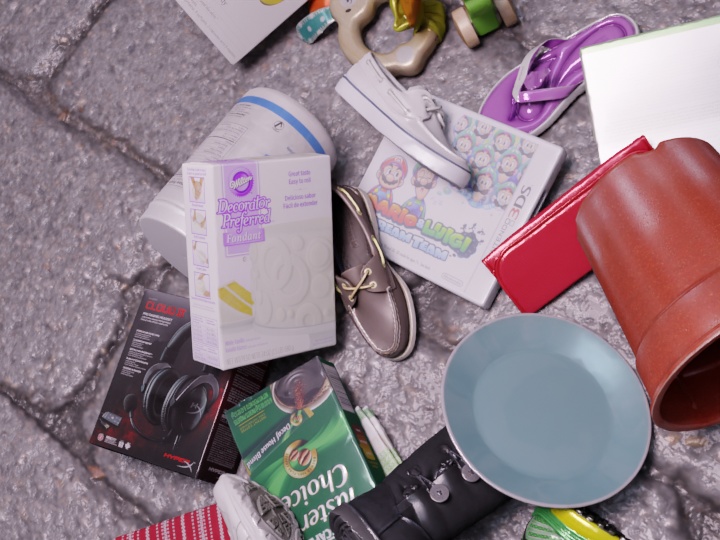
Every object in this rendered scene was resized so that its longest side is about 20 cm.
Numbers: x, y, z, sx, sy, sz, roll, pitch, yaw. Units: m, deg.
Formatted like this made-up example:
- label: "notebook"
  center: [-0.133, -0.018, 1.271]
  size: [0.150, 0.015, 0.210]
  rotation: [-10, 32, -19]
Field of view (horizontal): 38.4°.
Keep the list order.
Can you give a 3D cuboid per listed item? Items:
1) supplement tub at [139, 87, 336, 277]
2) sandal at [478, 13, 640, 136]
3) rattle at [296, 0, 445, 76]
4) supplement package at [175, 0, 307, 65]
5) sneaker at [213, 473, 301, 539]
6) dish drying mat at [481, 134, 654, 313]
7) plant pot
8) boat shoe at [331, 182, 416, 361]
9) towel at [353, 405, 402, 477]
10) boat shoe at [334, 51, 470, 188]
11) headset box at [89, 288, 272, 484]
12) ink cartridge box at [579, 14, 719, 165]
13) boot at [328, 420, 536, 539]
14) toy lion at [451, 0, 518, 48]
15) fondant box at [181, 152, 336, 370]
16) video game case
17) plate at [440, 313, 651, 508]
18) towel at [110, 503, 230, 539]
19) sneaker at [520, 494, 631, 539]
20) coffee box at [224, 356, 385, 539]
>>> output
- label: "supplement tub"
  center: [-0.130, -0.088, 1.127]
  size: [0.131, 0.132, 0.200]
  rotation: [24, 66, 29]
- label: "sandal"
  center: [0.203, -0.212, 1.102]
  size: [0.202, 0.050, 0.083]
  rotation: [-38, 60, 6]
- label: "rattle"
  center: [-0.010, -0.307, 1.184]
  size: [0.199, 0.143, 0.131]
  rotation: [30, 102, 23]
- label: "supplement package"
  center: [-0.144, -0.391, 1.243]
  size: [0.200, 0.152, 0.151]
  rotation: [-40, 44, 4]
- label: "sneaker"
  center: [-0.094, 0.282, 0.950]
  size: [0.099, 0.078, 0.200]
  rotation: [-44, 60, 13]
- label: "dish drying mat"
  center: [0.220, -0.042, 1.018]
  size: [0.200, 0.018, 0.077]
  rotation: [-39, 94, 10]
- label: "plant pot"
  center: [0.297, 0.003, 0.904]
  size: [0.200, 0.201, 0.196]
  rotation: [-31, 55, 9]
- label: "boat shoe"
  center: [0.000, 0.000, 1.083]
  size: [0.072, 0.059, 0.201]
  rotation: [-25, 73, 25]
- label: "towel"
  center: [-0.001, 0.255, 1.024]
  size: [0.149, 0.031, 0.200]
  rotation: [-39, 62, 8]
- label: "boat shoe"
  center: [0.052, -0.164, 1.087]
  size: [0.200, 0.073, 0.065]
  rotation: [44, 102, 27]
- label: "headset box"
  center: [-0.186, 0.117, 1.126]
  size: [0.148, 0.077, 0.201]
  rotation: [12, 77, 27]
- label: "ink cartridge box"
  center: [0.308, -0.139, 1.031]
  size: [0.145, 0.048, 0.202]
  rotation: [-10, 91, 20]
- label: "boot"
  center: [0.096, 0.229, 0.936]
  size: [0.199, 0.066, 0.165]
  rotation: [-29, 71, -28]
- label: "toy lion"
  center: [0.098, -0.350, 1.119]
  size: [0.068, 0.192, 0.201]
  rotation: [-26, 62, 12]
- label: "fondant box"
  center: [-0.099, -0.013, 1.041]
  size: [0.058, 0.144, 0.202]
  rotation: [9, 104, 50]
- label: "video game case"
  center: [0.093, -0.082, 1.100]
  size: [0.199, 0.024, 0.183]
  rotation: [28, 91, 30]
- label: "plate"
  center: [0.170, 0.130, 0.959]
  size: [0.199, 0.026, 0.201]
  rotation: [3, 55, -5]
- label: "towel"
  center: [-0.186, 0.329, 1.075]
  size: [0.199, 0.022, 0.145]
  rotation: [-20, 61, 13]
- label: "sneaker"
  center: [0.225, 0.277, 0.896]
  size: [0.200, 0.078, 0.086]
  rotation: [31, 91, 39]
- label: "coffee box"
  center: [-0.044, 0.200, 1.019]
  size: [0.123, 0.044, 0.201]
  rotation: [-31, 64, 11]
